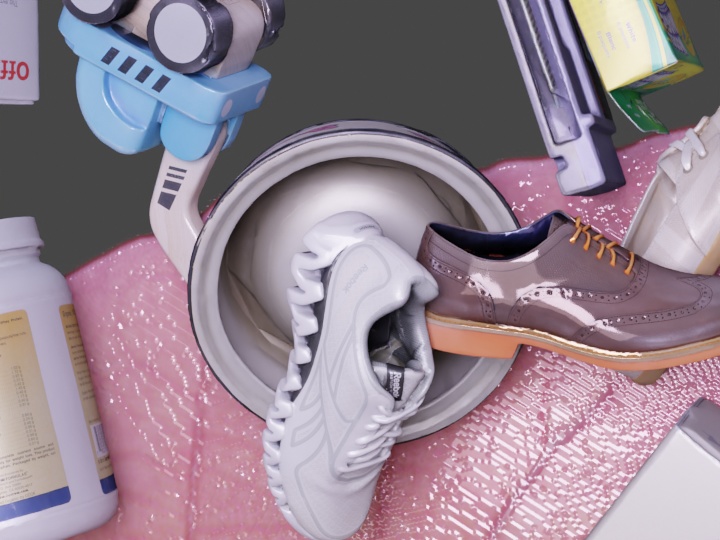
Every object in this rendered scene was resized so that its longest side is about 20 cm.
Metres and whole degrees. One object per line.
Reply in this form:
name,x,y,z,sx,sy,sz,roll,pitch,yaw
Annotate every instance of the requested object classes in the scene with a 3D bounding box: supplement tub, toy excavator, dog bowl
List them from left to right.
supplement tub,-0.242,0.076,1.150,0.144,0.144,0.201,-14,89,17
toy excavator,-0.112,-0.086,1.139,0.194,0.100,0.200,30,115,13
dog bowl,0.000,0.000,1.076,0.199,0.074,0.201,0,114,-1

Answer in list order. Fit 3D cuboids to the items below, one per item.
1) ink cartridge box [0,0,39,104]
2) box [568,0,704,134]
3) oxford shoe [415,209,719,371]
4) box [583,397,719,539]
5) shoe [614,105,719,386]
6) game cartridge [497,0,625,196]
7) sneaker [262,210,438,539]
ink cartridge box,-0.274,-0.205,1.139,0.086,0.146,0.201,3,94,27
box,0.140,-0.173,1.033,0.048,0.117,0.201,-21,88,18
oxford shoe,0.127,0.008,0.995,0.199,0.071,0.073,1,112,6
box,0.170,0.187,1.039,0.109,0.128,0.200,39,104,11
shoe,0.184,-0.030,1.048,0.053,0.070,0.201,22,102,-7
game cartridge,0.105,-0.140,1.038,0.038,0.130,0.201,-19,88,17
sneaker,-0.002,0.071,1.014,0.081,0.075,0.201,28,124,38
